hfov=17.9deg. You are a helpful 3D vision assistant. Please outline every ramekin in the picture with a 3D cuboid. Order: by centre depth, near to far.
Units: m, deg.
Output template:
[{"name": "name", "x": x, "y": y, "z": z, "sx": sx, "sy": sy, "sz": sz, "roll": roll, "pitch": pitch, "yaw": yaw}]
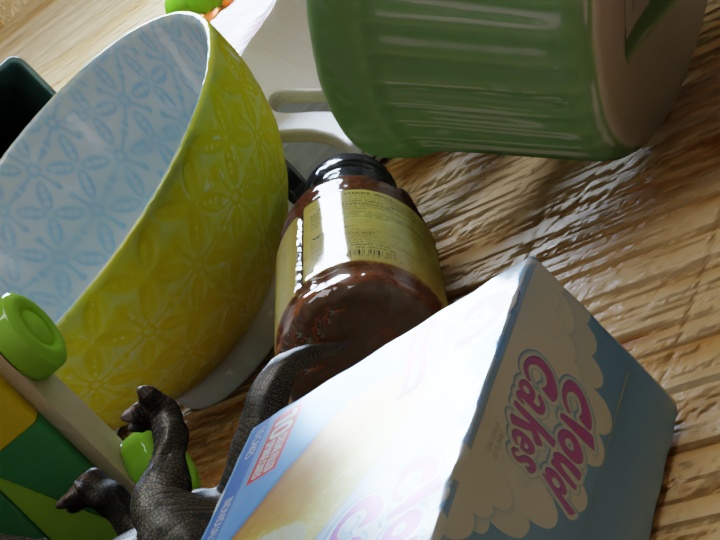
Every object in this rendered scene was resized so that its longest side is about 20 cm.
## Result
[{"name": "ramekin", "x": 0.063, "y": -0.133, "z": 0.813, "sx": 0.097, "sy": 0.200, "sz": 0.200, "roll": 10, "pitch": 42, "yaw": 21}]

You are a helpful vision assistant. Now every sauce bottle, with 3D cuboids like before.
[{"name": "sauce bottle", "x": 0.000, "y": 0.000, "z": 0.864, "sx": 0.066, "sy": 0.066, "sz": 0.200, "roll": -40, "pitch": 15, "yaw": 13}]

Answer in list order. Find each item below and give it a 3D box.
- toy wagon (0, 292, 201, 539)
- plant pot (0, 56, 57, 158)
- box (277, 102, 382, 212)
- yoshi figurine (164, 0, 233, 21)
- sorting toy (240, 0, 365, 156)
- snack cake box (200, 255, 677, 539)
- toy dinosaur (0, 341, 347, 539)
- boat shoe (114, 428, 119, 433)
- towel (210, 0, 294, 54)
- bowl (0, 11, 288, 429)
[{"name": "toy wagon", "x": -0.162, "y": 0.075, "z": 0.810, "sx": 0.155, "sy": 0.200, "sz": 0.040, "roll": -39, "pitch": 17, "yaw": 14}, {"name": "plant pot", "x": -0.200, "y": -0.013, "z": 1.288, "sx": 0.141, "sy": 0.141, "sz": 0.200, "roll": -46, "pitch": 7, "yaw": -9}, {"name": "box", "x": -0.038, "y": -0.063, "z": 1.141, "sx": 0.200, "sy": 0.060, "sz": 0.117, "roll": -46, "pitch": 15, "yaw": -9}, {"name": "yoshi figurine", "x": -0.078, "y": -0.260, "z": 1.723, "sx": 0.200, "sy": 0.113, "sz": 0.112, "roll": -35, "pitch": 1, "yaw": 38}, {"name": "sorting toy", "x": 0.024, "y": -0.125, "z": 1.016, "sx": 0.180, "sy": 0.107, "sz": 0.200, "roll": -50, "pitch": 32, "yaw": -17}, {"name": "snack cake box", "x": 0.005, "y": 0.095, "z": 0.583, "sx": 0.115, "sy": 0.067, "sz": 0.200, "roll": -35, "pitch": 17, "yaw": 32}, {"name": "toy dinosaur", "x": -0.069, "y": 0.105, "z": 0.746, "sx": 0.200, "sy": 0.102, "sz": 0.077, "roll": -36, "pitch": -23, "yaw": -21}, {"name": "boat shoe", "x": -0.172, "y": 0.092, "z": 1.045, "sx": 0.071, "sy": 0.070, "sz": 0.200, "roll": -30, "pitch": 20, "yaw": 42}, {"name": "towel", "x": -0.046, "y": -0.134, "z": 1.187, "sx": 0.146, "sy": 0.030, "sz": 0.200, "roll": -33, "pitch": 17, "yaw": 35}, {"name": "bowl", "x": -0.092, "y": -0.001, "z": 0.991, "sx": 0.200, "sy": 0.108, "sz": 0.200, "roll": -39, "pitch": 28, "yaw": 26}]
